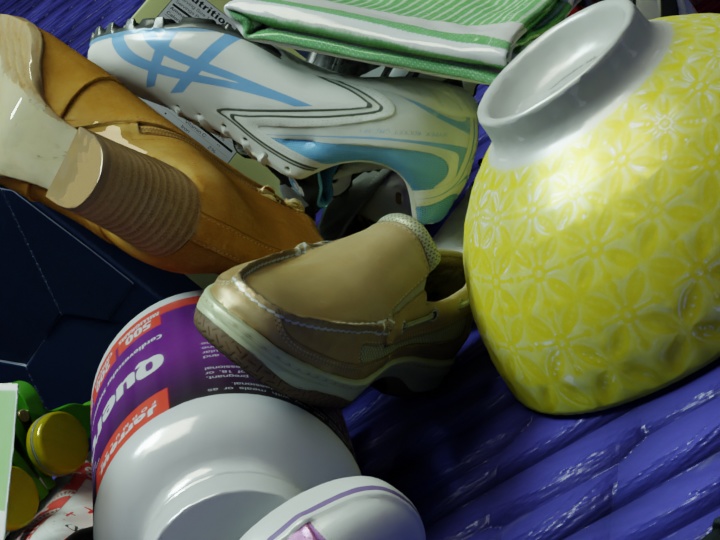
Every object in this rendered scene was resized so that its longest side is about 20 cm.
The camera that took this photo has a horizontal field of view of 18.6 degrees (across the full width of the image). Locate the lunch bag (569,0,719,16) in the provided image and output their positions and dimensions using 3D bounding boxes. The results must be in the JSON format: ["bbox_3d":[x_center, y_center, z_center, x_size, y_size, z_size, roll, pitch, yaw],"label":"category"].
[{"bbox_3d":[0.154,-0.184,1.193,0.176,0.082,0.200,-40,19,2],"label":"lunch bag"}]

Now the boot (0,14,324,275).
[{"bbox_3d":[-0.105,-0.045,1.037,0.071,0.144,0.201,-58,39,7],"label":"boot"}]

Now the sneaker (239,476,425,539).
[{"bbox_3d":[-0.029,0.167,0.772,0.201,0.073,0.114,-51,27,-10],"label":"sneaker"}]

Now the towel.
[{"bbox_3d":[0.042,-0.148,1.046,0.152,0.024,0.200,12,36,22],"label":"towel"}]

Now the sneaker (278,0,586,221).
[{"bbox_3d":[0.023,-0.115,1.088,0.200,0.091,0.066,-36,8,2],"label":"sneaker"}]

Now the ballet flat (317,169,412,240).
[{"bbox_3d":[0.000,0.000,1.124,0.063,0.068,0.200,9,46,31],"label":"ballet flat"}]

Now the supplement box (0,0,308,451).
[{"bbox_3d":[-0.118,-0.029,1.195,0.200,0.134,0.200,-55,5,-37],"label":"supplement box"}]

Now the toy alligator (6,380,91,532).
[{"bbox_3d":[-0.189,0.107,1.026,0.059,0.054,0.200,-25,18,45],"label":"toy alligator"}]

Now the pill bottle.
[{"bbox_3d":[-0.057,0.087,0.923,0.112,0.113,0.200,-38,18,5],"label":"pill bottle"}]

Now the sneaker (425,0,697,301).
[{"bbox_3d":[0.089,-0.065,1.051,0.200,0.080,0.074,-46,21,-13],"label":"sneaker"}]

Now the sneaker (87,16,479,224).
[{"bbox_3d":[-0.042,-0.073,1.034,0.072,0.199,0.073,13,-87,-73],"label":"sneaker"}]

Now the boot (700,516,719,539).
[{"bbox_3d":[0.099,0.087,0.671,0.168,0.077,0.200,-29,27,19],"label":"boot"}]

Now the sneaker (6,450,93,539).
[{"bbox_3d":[-0.147,0.155,1.021,0.108,0.067,0.202,-36,15,15],"label":"sneaker"}]

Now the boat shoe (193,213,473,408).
[{"bbox_3d":[-0.001,0.008,0.924,0.076,0.072,0.200,-52,-16,14],"label":"boat shoe"}]

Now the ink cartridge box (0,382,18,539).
[{"bbox_3d":[-0.157,0.149,0.906,0.145,0.048,0.201,-6,75,61],"label":"ink cartridge box"}]

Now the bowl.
[{"bbox_3d":[0.111,-0.047,0.917,0.200,0.108,0.200,-36,18,14],"label":"bowl"}]
